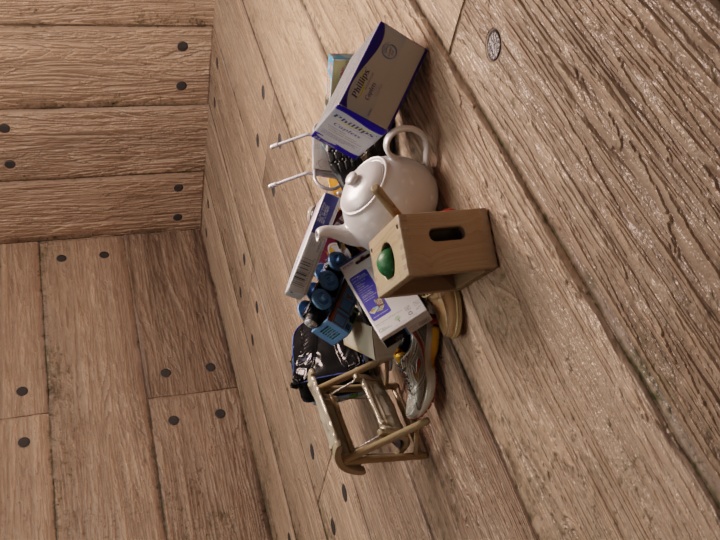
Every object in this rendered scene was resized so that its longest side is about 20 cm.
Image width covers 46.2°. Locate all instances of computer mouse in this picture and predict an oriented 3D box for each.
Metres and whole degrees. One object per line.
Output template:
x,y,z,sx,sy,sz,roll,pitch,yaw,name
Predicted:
0.000,0.000,1.642,0.141,0.046,0.200,60,-166,-51,computer mouse

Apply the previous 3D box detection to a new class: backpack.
-0.072,0.210,1.985,0.200,0.182,0.147,-101,-4,-46,backpack

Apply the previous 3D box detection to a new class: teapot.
0.036,-0.136,1.519,0.197,0.146,0.201,-19,48,45,teapot

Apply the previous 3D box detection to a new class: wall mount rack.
-0.105,-0.232,1.812,0.075,0.173,0.201,114,159,-50,wall mount rack

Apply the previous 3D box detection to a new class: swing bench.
0.012,0.289,1.695,0.130,0.199,0.199,89,164,-44,swing bench

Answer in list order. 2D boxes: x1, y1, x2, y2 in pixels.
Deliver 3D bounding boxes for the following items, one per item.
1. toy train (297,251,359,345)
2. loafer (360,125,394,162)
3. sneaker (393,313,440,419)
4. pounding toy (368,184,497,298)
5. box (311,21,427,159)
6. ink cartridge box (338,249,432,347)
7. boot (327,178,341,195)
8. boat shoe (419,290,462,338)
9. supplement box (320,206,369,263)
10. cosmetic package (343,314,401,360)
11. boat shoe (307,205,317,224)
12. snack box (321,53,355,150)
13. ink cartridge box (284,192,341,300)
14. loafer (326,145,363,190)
-0.052,0.052,1.740,0.087,0.114,0.200,-37,23,46,toy train
0.032,-0.223,1.716,0.073,0.071,0.201,164,100,-71,loafer
0.097,0.181,1.594,0.078,0.082,0.201,-174,86,-72,sneaker
0.097,-0.048,1.373,0.184,0.199,0.143,138,125,-67,pounding toy
0.013,-0.328,1.569,0.184,0.105,0.200,-65,12,-14,box
0.043,0.040,1.542,0.200,0.099,0.039,60,-177,40,ink cartridge box
-0.007,-0.199,1.867,0.144,0.071,0.202,118,139,-49,boot
0.130,0.029,1.507,0.071,0.064,0.201,120,140,-60,boat shoe
-0.029,-0.042,1.853,0.110,0.086,0.200,33,145,7,supplement box
0.039,0.129,1.748,0.200,0.103,0.073,-164,68,-71,cosmetic package
-0.054,-0.110,1.928,0.200,0.057,0.067,8,-91,-66,boat shoe
-0.015,-0.348,1.750,0.037,0.116,0.201,-120,31,-53,snack box
-0.097,-0.042,1.646,0.200,0.043,0.197,153,137,-79,ink cartridge box
-0.020,-0.199,1.741,0.070,0.068,0.201,8,-119,-80,loafer
